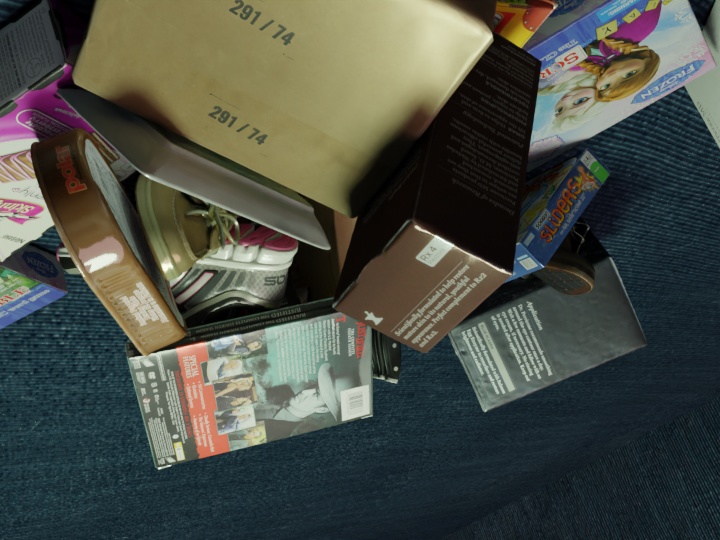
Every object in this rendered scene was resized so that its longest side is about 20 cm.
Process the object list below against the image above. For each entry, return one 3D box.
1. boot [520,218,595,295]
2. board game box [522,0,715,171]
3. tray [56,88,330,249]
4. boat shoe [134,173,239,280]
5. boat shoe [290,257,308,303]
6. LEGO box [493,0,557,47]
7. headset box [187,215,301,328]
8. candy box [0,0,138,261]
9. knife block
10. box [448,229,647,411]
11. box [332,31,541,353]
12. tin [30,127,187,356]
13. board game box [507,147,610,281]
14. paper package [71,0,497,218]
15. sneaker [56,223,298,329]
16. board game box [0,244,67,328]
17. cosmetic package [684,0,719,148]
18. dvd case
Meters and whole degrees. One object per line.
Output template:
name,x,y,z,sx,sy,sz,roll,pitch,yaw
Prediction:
boot,0.202,-0.037,1.056,0.075,0.200,0.097,36,86,-21
board game box,0.191,-0.178,0.868,0.200,0.041,0.199,-29,155,21
tray,-0.100,-0.070,0.674,0.022,0.107,0.200,-56,148,8
boat shoe,-0.121,-0.055,0.756,0.063,0.200,0.073,-15,114,6
boat shoe,-0.057,-0.003,1.021,0.200,0.072,0.076,-29,179,-40
LEGO box,0.021,-0.161,0.742,0.149,0.077,0.200,-3,151,-34
headset box,-0.126,0.047,0.912,0.148,0.200,0.075,-18,-173,-5
candy box,-0.238,-0.090,0.707,0.200,0.061,0.136,-29,156,20
knife block,0.000,0.000,0.914,0.064,0.176,0.200,-9,143,-28
box,0.209,0.048,1.192,0.200,0.118,0.197,-24,-168,9
box,0.053,-0.060,0.636,0.075,0.200,0.100,28,138,-12
tin,-0.168,-0.016,0.694,0.042,0.112,0.200,-20,151,-3
board game box,0.148,-0.037,1.007,0.135,0.034,0.200,-51,-169,-27
paper package,-0.044,-0.152,0.579,0.200,0.104,0.191,24,141,-14
sneaker,-0.152,0.008,0.829,0.200,0.088,0.074,2,-162,1
board game box,-0.390,0.020,0.846,0.200,0.041,0.200,-27,156,14
cosmetic package,0.372,-0.201,0.903,0.085,0.108,0.200,-17,155,-7
dvd case,-0.087,0.095,0.851,0.200,0.022,0.146,-12,133,-10
